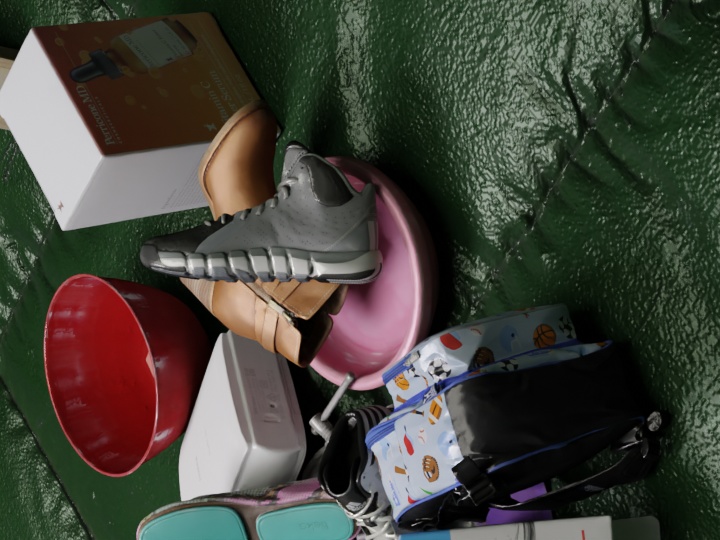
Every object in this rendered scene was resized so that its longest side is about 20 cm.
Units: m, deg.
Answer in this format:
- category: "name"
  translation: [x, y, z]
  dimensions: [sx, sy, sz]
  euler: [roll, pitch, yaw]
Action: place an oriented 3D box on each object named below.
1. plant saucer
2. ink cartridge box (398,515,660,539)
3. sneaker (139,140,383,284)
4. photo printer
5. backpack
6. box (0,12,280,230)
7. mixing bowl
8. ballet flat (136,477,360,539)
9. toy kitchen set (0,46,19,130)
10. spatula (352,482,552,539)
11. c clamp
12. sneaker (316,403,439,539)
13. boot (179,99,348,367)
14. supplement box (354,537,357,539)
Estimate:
- category: "plant saucer"
  translation: [0.000, 0.000, 1.555]
  dimensions: [0.200, 0.051, 0.202]
  euler: [16, 112, 46]
- category: "ink cartridge box"
  translation: [0.132, 0.244, 1.336]
  dimensions: [0.068, 0.199, 0.117]
  euler: [78, -174, -79]
- category: "sneaker"
  translation: [-0.080, -0.049, 1.484]
  dimensions: [0.075, 0.199, 0.116]
  euler: [120, 152, -85]
- category: "photo printer"
  translation: [-0.116, 0.179, 1.680]
  dimensions: [0.167, 0.069, 0.201]
  euler: [-107, 30, -46]
- category: "backpack"
  translation: [0.095, 0.119, 1.375]
  dimensions: [0.191, 0.199, 0.155]
  euler: [-46, 58, 49]
- category: "box"
  translation: [-0.202, -0.139, 1.642]
  dimensions: [0.153, 0.199, 0.106]
  euler: [58, 136, 21]
- category: "mixing bowl"
  translation: [-0.216, 0.095, 1.785]
  dimensions: [0.200, 0.108, 0.202]
  euler: [13, 108, 47]
- category: "ballet flat"
  translation: [-0.092, 0.214, 1.558]
  dimensions: [0.199, 0.071, 0.070]
  euler: [-10, 109, 9]
- category: "toy kitchen set"
  translation: [-0.459, -0.205, 2.027]
  dimensions: [0.200, 0.179, 0.164]
  euler: [-92, 16, -66]
- category: "spatula"
  translation: [0.068, 0.212, 1.503]
  dimensions: [0.199, 0.021, 0.057]
  euler: [-14, 93, 33]
- category: "c clamp"
  translation: [0.013, 0.209, 1.575]
  dimensions: [0.200, 0.027, 0.171]
  euler: [50, 138, 10]
- category: "sneaker"
  translation: [0.009, 0.208, 1.459]
  dimensions: [0.075, 0.115, 0.202]
  euler: [-16, 77, 35]
- category: "boot"
  translation: [-0.074, -0.029, 1.542]
  dimensions: [0.155, 0.076, 0.201]
  euler: [35, 114, 31]
- category: "supplement box"
  translation: [-0.043, 0.329, 1.615]
  dimensions: [0.108, 0.061, 0.201]
  euler: [2, 116, 18]
